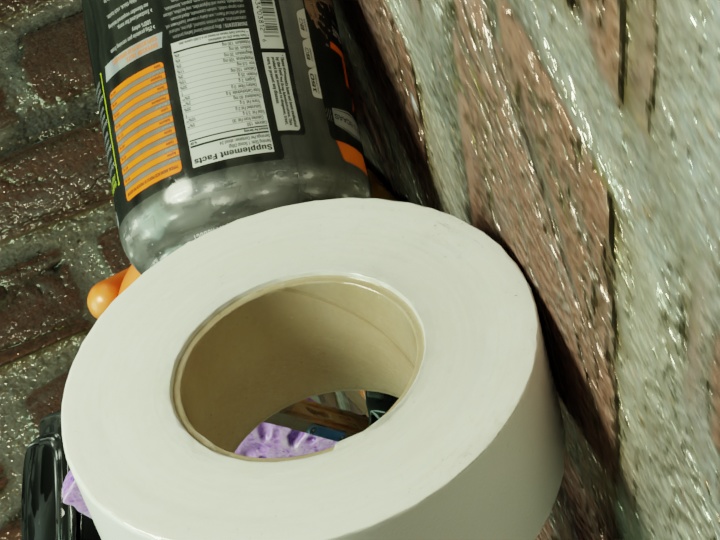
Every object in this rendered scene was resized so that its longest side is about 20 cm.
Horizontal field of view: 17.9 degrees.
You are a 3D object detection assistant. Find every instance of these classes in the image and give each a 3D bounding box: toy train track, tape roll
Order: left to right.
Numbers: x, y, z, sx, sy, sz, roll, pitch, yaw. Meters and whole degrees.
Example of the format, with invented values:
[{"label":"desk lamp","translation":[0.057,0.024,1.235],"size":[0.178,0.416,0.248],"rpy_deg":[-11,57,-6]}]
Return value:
[{"label":"tape roll","translation":[-0.019,0.062,0.932],"size":[0.203,0.201,0.071],"rpy_deg":[-118,9,-49]},{"label":"toy train track","translation":[0.009,0.074,1.172],"size":[0.200,0.033,0.115],"rpy_deg":[19,-161,-51]}]

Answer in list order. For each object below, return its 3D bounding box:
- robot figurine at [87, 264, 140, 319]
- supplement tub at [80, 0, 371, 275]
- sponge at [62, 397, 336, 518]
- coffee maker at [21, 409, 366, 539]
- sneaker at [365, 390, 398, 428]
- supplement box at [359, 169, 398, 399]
[{"label":"robot figurine","translation":[-0.074,0.019,1.372],"size":[0.144,0.117,0.200],"rpy_deg":[40,-158,4]},{"label":"supplement tub","translation":[-0.063,-0.074,1.087],"size":[0.123,0.122,0.201],"rpy_deg":[86,173,-71]},{"label":"sponge","translation":[-0.046,0.120,1.194],"size":[0.199,0.112,0.030],"rpy_deg":[32,-167,-13]},{"label":"coffee maker","translation":[-0.082,0.130,1.290],"size":[0.192,0.199,0.135],"rpy_deg":[122,143,-52]},{"label":"sneaker","translation":[0.019,0.113,1.031],"size":[0.075,0.201,0.079],"rpy_deg":[14,149,33]},{"label":"supplement box","translation":[0.000,0.000,1.206],"size":[0.200,0.066,0.069],"rpy_deg":[-125,11,-69]}]
